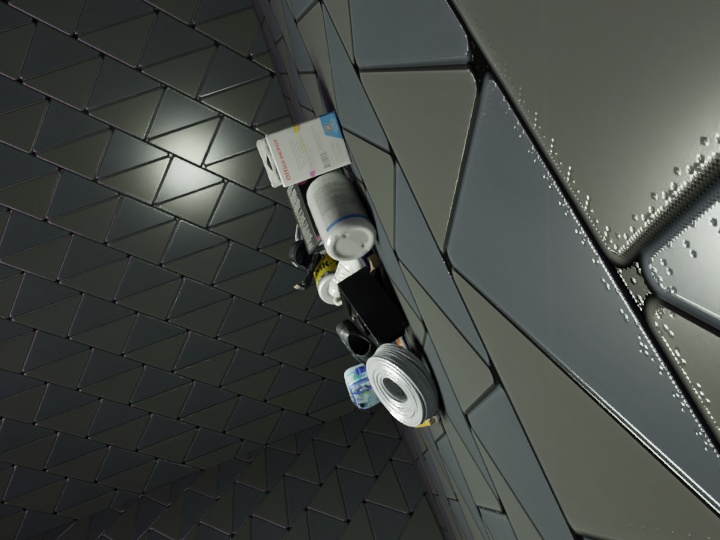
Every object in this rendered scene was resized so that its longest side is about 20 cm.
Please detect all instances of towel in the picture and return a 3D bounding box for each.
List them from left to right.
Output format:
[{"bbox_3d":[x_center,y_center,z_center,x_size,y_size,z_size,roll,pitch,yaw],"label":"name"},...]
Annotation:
[{"bbox_3d":[0.021,0.002,1.539,0.148,0.049,0.201,-134,25,-77],"label":"towel"}]

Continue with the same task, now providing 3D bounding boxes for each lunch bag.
[{"bbox_3d":[0.056,0.328,1.562,0.161,0.199,0.083,76,172,-47],"label":"lunch bag"}]

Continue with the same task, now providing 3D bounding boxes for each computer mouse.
[{"bbox_3d":[-0.186,-0.016,1.575,0.141,0.046,0.200,-69,-19,-4],"label":"computer mouse"}]

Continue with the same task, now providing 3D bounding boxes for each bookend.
[{"bbox_3d":[0.036,0.128,1.369,0.199,0.092,0.200,53,168,26],"label":"bookend"}]

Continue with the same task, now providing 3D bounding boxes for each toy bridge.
[{"bbox_3d":[0.000,0.000,1.456,0.200,0.027,0.068,-15,102,62],"label":"toy bridge"}]

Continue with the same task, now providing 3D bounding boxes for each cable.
[{"bbox_3d":[0.096,0.271,1.227,0.199,0.069,0.201,30,140,36],"label":"cable"}]

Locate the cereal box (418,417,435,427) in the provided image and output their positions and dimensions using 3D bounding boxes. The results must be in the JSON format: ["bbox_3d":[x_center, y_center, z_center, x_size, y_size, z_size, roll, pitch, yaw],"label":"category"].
[{"bbox_3d":[0.122,0.315,1.365,0.201,0.039,0.144,58,163,10],"label":"cereal box"}]

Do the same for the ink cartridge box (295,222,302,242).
[{"bbox_3d":[-0.156,-0.157,1.616,0.116,0.066,0.201,96,178,-61],"label":"ink cartridge box"}]

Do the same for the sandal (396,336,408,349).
[{"bbox_3d":[0.104,0.228,1.453,0.079,0.059,0.208,82,167,-70],"label":"sandal"}]

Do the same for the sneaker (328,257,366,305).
[{"bbox_3d":[-0.037,0.022,1.401,0.075,0.099,0.201,38,146,29],"label":"sneaker"}]

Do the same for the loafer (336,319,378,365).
[{"bbox_3d":[0.003,0.213,1.410,0.201,0.068,0.070,52,179,-35],"label":"loafer"}]

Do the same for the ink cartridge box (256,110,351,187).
[{"bbox_3d":[-0.143,-0.295,1.271,0.125,0.199,0.129,-125,16,-72],"label":"ink cartridge box"}]

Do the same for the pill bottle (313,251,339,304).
[{"bbox_3d":[-0.095,0.010,1.694,0.200,0.114,0.115,-113,5,-56],"label":"pill bottle"}]

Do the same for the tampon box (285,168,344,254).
[{"bbox_3d":[-0.104,-0.174,1.482,0.201,0.149,0.126,69,157,8],"label":"tampon box"}]

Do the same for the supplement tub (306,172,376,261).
[{"bbox_3d":[-0.050,-0.134,1.289,0.132,0.131,0.201,76,173,-52],"label":"supplement tub"}]
